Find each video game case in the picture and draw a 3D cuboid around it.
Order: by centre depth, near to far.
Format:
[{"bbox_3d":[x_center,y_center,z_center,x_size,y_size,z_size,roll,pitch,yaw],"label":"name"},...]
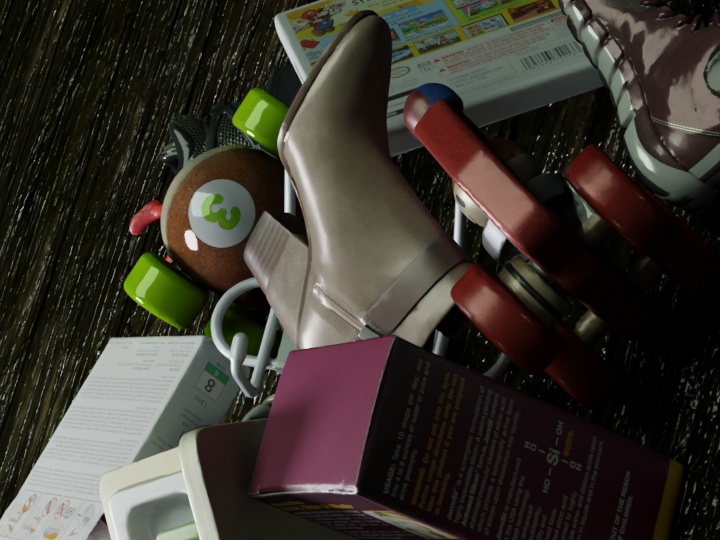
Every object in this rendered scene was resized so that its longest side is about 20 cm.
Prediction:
[{"bbox_3d":[0.060,-0.145,1.488,0.199,0.023,0.182,-19,36,-5],"label":"video game case"}]

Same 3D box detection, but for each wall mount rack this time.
[{"bbox_3d":[0.000,0.000,1.453,0.199,0.075,0.174,6,64,17],"label":"wall mount rack"}]

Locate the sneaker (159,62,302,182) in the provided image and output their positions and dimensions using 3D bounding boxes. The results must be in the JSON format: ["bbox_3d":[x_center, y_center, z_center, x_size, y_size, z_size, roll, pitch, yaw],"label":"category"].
[{"bbox_3d":[-0.075,-0.112,1.704,0.114,0.076,0.200,18,68,22],"label":"sneaker"}]

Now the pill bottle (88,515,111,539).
[{"bbox_3d":[-0.133,0.202,1.593,0.110,0.109,0.200,-64,29,3],"label":"pill bottle"}]

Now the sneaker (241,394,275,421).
[{"bbox_3d":[-0.053,0.115,1.550,0.200,0.088,0.074,-26,49,51],"label":"sneaker"}]

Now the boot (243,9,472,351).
[{"bbox_3d":[0.014,-0.028,1.345,0.146,0.070,0.201,38,120,29],"label":"boot"}]

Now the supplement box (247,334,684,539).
[{"bbox_3d":[0.057,0.111,1.248,0.110,0.200,0.086,-10,60,57],"label":"supplement box"}]

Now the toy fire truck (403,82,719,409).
[{"bbox_3d":[0.093,-0.028,1.283,0.112,0.200,0.168,-47,59,6],"label":"toy fire truck"}]

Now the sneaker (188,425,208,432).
[{"bbox_3d":[-0.035,0.175,1.456,0.115,0.075,0.201,-28,78,33],"label":"sneaker"}]

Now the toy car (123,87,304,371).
[{"bbox_3d":[-0.030,0.003,1.547,0.165,0.158,0.200,-56,41,2],"label":"toy car"}]

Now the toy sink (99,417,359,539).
[{"bbox_3d":[-0.065,0.158,1.317,0.112,0.200,0.131,-21,81,29],"label":"toy sink"}]

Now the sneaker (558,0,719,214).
[{"bbox_3d":[0.191,-0.138,1.344,0.115,0.076,0.201,-39,55,28],"label":"sneaker"}]

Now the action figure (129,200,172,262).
[{"bbox_3d":[-0.122,-0.004,1.767,0.099,0.065,0.200,-57,25,-19],"label":"action figure"}]

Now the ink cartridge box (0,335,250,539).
[{"bbox_3d":[-0.169,0.136,1.560,0.161,0.050,0.200,-3,55,61],"label":"ink cartridge box"}]
